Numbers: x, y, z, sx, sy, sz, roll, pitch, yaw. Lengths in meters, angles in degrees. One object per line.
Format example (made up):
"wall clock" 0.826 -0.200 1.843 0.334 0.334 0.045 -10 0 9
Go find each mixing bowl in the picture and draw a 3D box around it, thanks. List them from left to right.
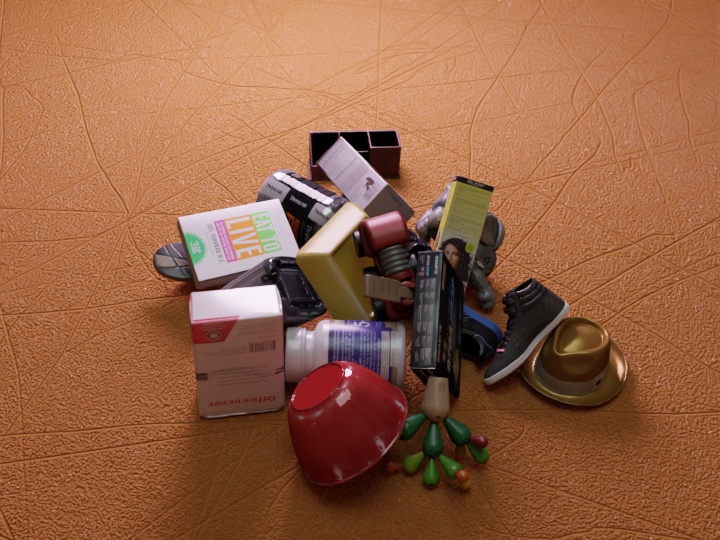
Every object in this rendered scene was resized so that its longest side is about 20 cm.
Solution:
"mixing bowl" -0.037 0.212 1.496 0.198 0.109 0.201 -28 27 15

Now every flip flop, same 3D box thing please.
"flip flop" -0.292 -0.008 1.839 0.197 0.058 0.082 -4 59 -33

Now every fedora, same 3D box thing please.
"fedora" 0.370 0.140 1.692 0.196 0.083 0.202 1 41 -1

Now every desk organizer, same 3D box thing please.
"desk organizer" -0.013 -0.248 2.105 0.196 0.078 0.072 -2 41 -6

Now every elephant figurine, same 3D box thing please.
"elephant figurine" 0.206 -0.049 1.861 0.200 0.141 0.155 45 83 -8

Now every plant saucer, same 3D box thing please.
"plant saucer" 0.000 0.000 1.748 0.048 0.202 0.200 -19 20 42

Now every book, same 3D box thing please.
"book" -0.223 -0.051 1.803 0.197 0.048 0.135 -13 69 -23

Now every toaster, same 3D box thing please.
"toaster" -0.152 0.050 1.679 0.199 0.128 0.115 0 63 -65

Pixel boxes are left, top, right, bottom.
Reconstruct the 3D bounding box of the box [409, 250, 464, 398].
"box" 0.129 0.091 1.622 0.045 0.159 0.204 -3 65 19

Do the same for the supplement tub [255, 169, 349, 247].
"supplement tub" -0.097 -0.106 1.907 0.198 0.124 0.122 28 47 26

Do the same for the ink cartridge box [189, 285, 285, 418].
"ink cartridge box" -0.196 0.131 1.578 0.143 0.203 0.085 -5 36 -9

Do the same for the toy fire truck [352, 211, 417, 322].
"toy fire truck" 0.044 -0.006 1.619 0.126 0.200 0.179 -15 85 -8

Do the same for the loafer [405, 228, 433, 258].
"loafer" 0.118 -0.022 1.872 0.071 0.064 0.201 -9 43 -14

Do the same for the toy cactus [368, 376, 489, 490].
"toy cactus" 0.110 0.248 1.511 0.196 0.102 0.169 6 86 -5

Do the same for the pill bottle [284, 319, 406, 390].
"pill bottle" -0.026 0.143 1.636 0.196 0.121 0.121 2 41 -2

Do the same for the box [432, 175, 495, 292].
"box" 0.176 -0.063 1.762 0.074 0.204 0.050 15 0 -6

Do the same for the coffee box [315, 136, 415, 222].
"coffee box" 0.008 -0.165 1.962 0.080 0.113 0.200 -45 45 5

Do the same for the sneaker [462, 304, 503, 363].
"sneaker" 0.152 0.095 1.740 0.198 0.071 0.078 26 41 23

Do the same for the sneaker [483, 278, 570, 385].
"sneaker" 0.259 0.098 1.683 0.099 0.071 0.200 45 82 -6
